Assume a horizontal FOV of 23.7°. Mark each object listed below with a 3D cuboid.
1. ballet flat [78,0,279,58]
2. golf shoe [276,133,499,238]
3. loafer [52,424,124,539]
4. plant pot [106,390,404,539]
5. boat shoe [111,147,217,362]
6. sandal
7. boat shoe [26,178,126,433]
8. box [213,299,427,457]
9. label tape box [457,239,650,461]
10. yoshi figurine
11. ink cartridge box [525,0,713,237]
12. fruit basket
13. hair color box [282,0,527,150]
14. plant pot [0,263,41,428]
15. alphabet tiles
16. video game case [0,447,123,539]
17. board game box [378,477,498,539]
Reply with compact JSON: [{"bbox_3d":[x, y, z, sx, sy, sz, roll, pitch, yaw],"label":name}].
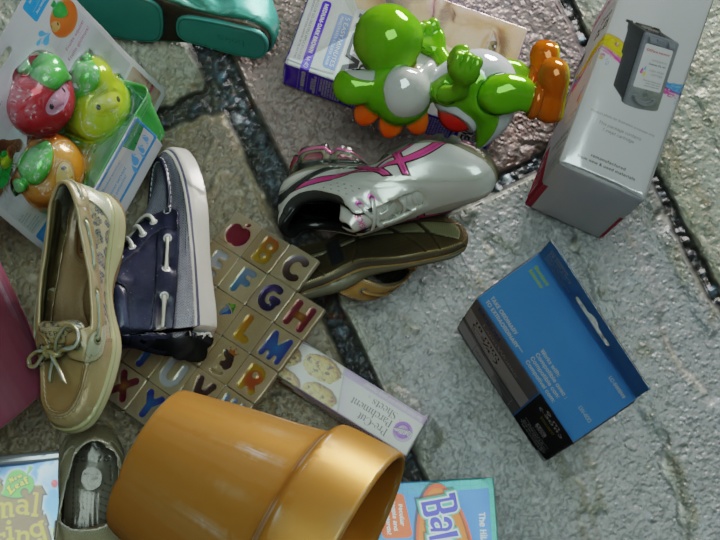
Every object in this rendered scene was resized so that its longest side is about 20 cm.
[{"bbox_3d":[-0.169,-0.241,1.551,0.198,0.068,0.071,11,52,-2],"label":"ballet flat"},{"bbox_3d":[0.022,-0.062,1.475,0.198,0.073,0.093,-5,44,25],"label":"golf shoe"},{"bbox_3d":[-0.220,0.224,1.409,0.075,0.068,0.202,-7,78,-7],"label":"loafer"},{"bbox_3d":[-0.091,0.190,1.345,0.182,0.200,0.201,27,76,12],"label":"plant pot"},{"bbox_3d":[-0.180,-0.020,1.457,0.092,0.075,0.202,4,58,-25],"label":"boat shoe"},{"bbox_3d":[0.000,0.000,1.503,0.198,0.081,0.054,-19,122,6],"label":"sandal"},{"bbox_3d":[-0.235,0.029,1.379,0.073,0.063,0.202,-8,72,26],"label":"boat shoe"},{"bbox_3d":[-0.036,0.095,1.490,0.199,0.039,0.042,32,77,3],"label":"box"},{"bbox_3d":[0.154,0.071,1.428,0.063,0.200,0.145,-32,81,-11],"label":"label tape box"},{"bbox_3d":[0.075,-0.181,1.471,0.198,0.113,0.113,1,64,-2],"label":"yoshi figurine"},{"bbox_3d":[0.227,-0.147,1.512,0.085,0.148,0.202,21,75,-1],"label":"ink cartridge box"},{"bbox_3d":[-0.251,-0.123,1.440,0.093,0.200,0.186,20,74,28],"label":"fruit basket"},{"bbox_3d":[0.040,-0.193,1.550,0.198,0.065,0.110,19,77,-2],"label":"hair color box"},{"bbox_3d":[-0.354,0.056,1.406,0.199,0.200,0.180,-38,98,-12],"label":"plant pot"},{"bbox_3d":[-0.130,0.049,1.472,0.166,0.006,0.201,30,77,29],"label":"alphabet tiles"},{"bbox_3d":[-0.292,0.247,1.443,0.198,0.022,0.184,-5,78,-6],"label":"video game case"},{"bbox_3d":[0.019,0.257,1.455,0.198,0.045,0.154,-3,77,-6],"label":"board game box"}]
